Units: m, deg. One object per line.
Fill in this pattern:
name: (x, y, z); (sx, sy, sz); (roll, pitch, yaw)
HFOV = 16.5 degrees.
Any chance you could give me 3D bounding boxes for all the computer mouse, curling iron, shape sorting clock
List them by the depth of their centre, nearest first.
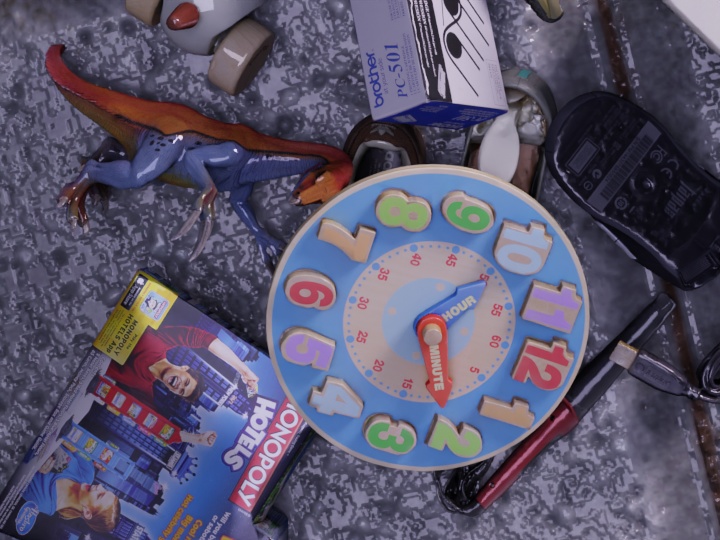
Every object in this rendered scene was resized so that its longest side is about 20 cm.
shape sorting clock: (0.041, 0.032, 1.509); (0.198, 0.039, 0.201); (-3, 113, -6)
computer mouse: (0.181, -0.009, 1.538); (0.199, 0.046, 0.141); (34, 84, -5)
curling iron: (0.122, 0.084, 1.572); (0.200, 0.026, 0.050); (-41, 93, 10)

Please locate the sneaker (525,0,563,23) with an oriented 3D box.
sneaker: (0.119, -0.254, 1.515); (0.088, 0.077, 0.202); (-8, 97, 0)

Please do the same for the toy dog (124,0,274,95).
toy dog: (-0.074, -0.208, 1.532); (0.131, 0.096, 0.201); (14, 98, 6)

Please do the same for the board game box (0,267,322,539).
board game box: (-0.106, 0.132, 1.592); (0.199, 0.062, 0.201); (34, 101, 3)

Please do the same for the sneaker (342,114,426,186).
sneaker: (0.000, 0.000, 1.555); (0.070, 0.076, 0.202); (5, 97, 7)

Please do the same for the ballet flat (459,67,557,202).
ballet flat: (0.078, -0.027, 1.547); (0.067, 0.064, 0.201); (12, 98, 6)

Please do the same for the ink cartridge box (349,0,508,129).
ink cartridge box: (0.030, -0.189, 1.496); (0.044, 0.094, 0.201); (-17, 79, 33)

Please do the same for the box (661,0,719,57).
box: (0.269, -0.149, 1.474); (0.200, 0.128, 0.109); (45, 100, 1)

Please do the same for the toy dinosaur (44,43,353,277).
toy dinosaur: (-0.099, -0.072, 1.537); (0.180, 0.105, 0.201); (-19, 93, 17)
